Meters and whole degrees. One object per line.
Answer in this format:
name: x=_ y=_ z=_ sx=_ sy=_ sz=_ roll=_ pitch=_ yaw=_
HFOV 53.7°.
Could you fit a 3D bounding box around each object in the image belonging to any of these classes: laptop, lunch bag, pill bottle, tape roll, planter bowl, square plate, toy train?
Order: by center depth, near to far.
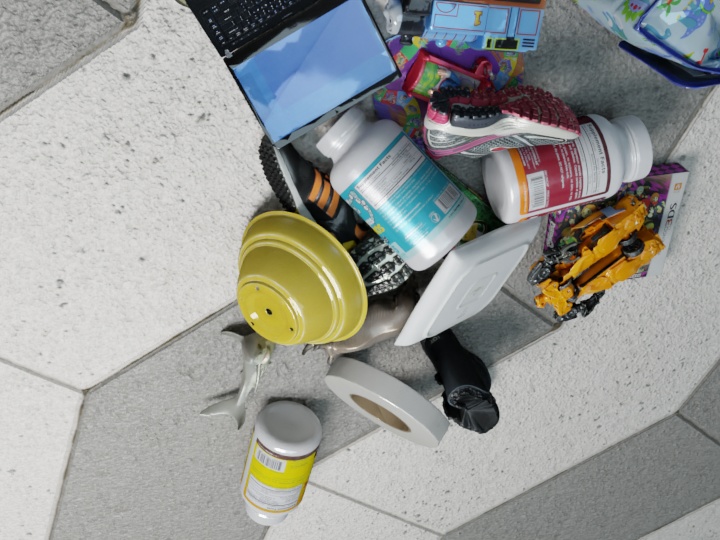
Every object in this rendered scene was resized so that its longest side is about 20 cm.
laptop: x=-0.066 y=-0.253 z=0.755 sx=0.176 sy=0.104 sz=0.200 roll=-30 pitch=161 yaw=0
toy train: x=0.112 y=-0.303 z=0.782 sx=0.198 sy=0.087 sz=0.115 roll=-1 pitch=115 yaw=-14
lunch bag: x=0.361 y=-0.294 z=0.810 sx=0.198 sy=0.171 sz=0.128 roll=18 pitch=118 yaw=-27
pill bottle: x=0.039 y=-0.104 z=0.866 sx=0.111 sy=0.111 sz=0.200 roll=-43 pitch=96 yaw=17
planter bowl: x=-0.096 y=0.032 z=0.906 sx=0.199 sy=0.083 sz=0.202 roll=19 pitch=131 yaw=24
pill bottle: x=0.269 y=-0.138 z=0.932 sx=0.198 sy=0.113 sz=0.114 roll=-14 pitch=127 yaw=-5
square plate: x=0.154 y=0.019 z=0.983 sx=0.199 sy=0.028 sz=0.199 roll=-21 pitch=149 yaw=-39
tape roll: x=0.038 y=0.199 z=1.069 sx=0.203 sy=0.202 sz=0.037 roll=47 pitch=66 yaw=-35
pill bottle: x=-0.133 y=0.317 z=1.151 sx=0.108 sy=0.110 sz=0.202 roll=6 pitch=123 yaw=-18

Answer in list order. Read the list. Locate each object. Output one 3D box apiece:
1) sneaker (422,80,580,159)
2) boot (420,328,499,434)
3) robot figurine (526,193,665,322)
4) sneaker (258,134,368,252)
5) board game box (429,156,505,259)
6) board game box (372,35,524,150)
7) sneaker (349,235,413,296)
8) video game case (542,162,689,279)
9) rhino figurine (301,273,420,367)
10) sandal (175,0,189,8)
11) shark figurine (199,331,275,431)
sneaker: x=0.169 y=-0.175 z=0.858 sx=0.197 sy=0.081 sz=0.075 roll=1 pitch=138 yaw=-11
boot: x=0.168 y=0.191 z=1.104 sx=0.076 sy=0.169 sz=0.201 roll=-32 pitch=127 yaw=9
robot figurine: x=0.331 y=-0.013 z=1.026 sx=0.199 sy=0.058 sz=0.145 roll=-36 pitch=124 yaw=10
sneaker: x=-0.056 y=-0.104 z=0.910 sx=0.090 sy=0.070 sz=0.201 roll=-37 pitch=124 yaw=-15
board game box: x=0.102 y=-0.085 z=0.979 sx=0.199 sy=0.024 sz=0.105 roll=31 pitch=115 yaw=-31
board game box: x=0.113 y=-0.229 z=0.871 sx=0.198 sy=0.039 sz=0.159 roll=-24 pitch=127 yaw=2
sneaker: x=0.000 y=0.000 z=0.979 sx=0.199 sy=0.089 sz=0.077 roll=-33 pitch=103 yaw=21
video game case: x=0.374 y=-0.063 z=1.061 sx=0.198 sy=0.036 sz=0.183 roll=-7 pitch=125 yaw=-10
rhino figurine: x=0.002 y=0.079 z=1.031 sx=0.198 sy=0.088 sz=0.060 roll=-25 pitch=127 yaw=3
sandal: x=-0.111 y=-0.338 z=0.727 sx=0.200 sy=0.058 sz=0.080 roll=-35 pitch=162 yaw=12
shark figurine: x=-0.175 y=0.131 z=1.046 sx=0.089 sy=0.129 sz=0.215 roll=27 pitch=136 yaw=-2
